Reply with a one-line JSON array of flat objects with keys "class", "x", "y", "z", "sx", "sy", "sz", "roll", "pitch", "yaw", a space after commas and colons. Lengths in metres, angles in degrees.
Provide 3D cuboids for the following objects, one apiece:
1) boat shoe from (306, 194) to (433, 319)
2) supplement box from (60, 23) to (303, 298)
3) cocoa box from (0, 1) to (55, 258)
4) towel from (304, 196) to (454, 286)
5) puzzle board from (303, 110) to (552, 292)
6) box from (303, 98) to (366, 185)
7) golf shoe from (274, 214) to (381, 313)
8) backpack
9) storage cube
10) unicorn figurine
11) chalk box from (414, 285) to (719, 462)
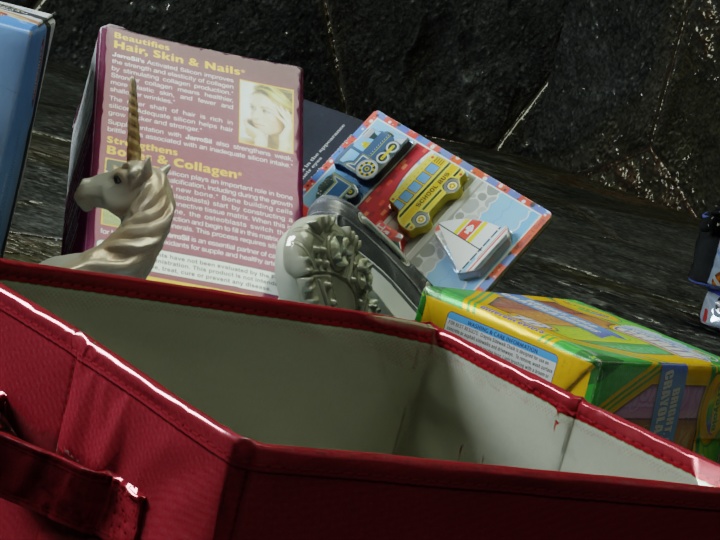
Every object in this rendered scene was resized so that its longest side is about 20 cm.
[{"class": "boat shoe", "x": 0.026, "y": 0.035, "z": 1.304, "sx": 0.071, "sy": 0.068, "sz": 0.200, "roll": -18, "pitch": -49, "yaw": 33}, {"class": "supplement box", "x": -0.107, "y": -0.029, "z": 1.340, "sx": 0.130, "sy": 0.103, "sz": 0.201, "roll": 11, "pitch": 52, "yaw": -14}, {"class": "cocoa box", "x": -0.263, "y": -0.061, "z": 1.297, "sx": 0.132, "sy": 0.202, "sz": 0.131, "roll": 14, "pitch": 8, "yaw": -4}, {"class": "towel", "x": -0.047, "y": 0.018, "z": 1.424, "sx": 0.199, "sy": 0.153, "sz": 0.023, "roll": 19, "pitch": -25, "yaw": 26}, {"class": "puzzle board", "x": 0.000, "y": 0.000, "z": 1.395, "sx": 0.150, "sy": 0.200, "sz": 0.017, "roll": 31, "pitch": -21, "yaw": 31}, {"class": "box", "x": -0.041, "y": -0.028, "z": 1.568, "sx": 0.104, "sy": 0.148, "sz": 0.200, "roll": 49, "pitch": -13, "yaw": -33}, {"class": "golf shoe", "x": -0.035, "y": 0.046, "z": 1.220, "sx": 0.096, "sy": 0.079, "sz": 0.201, "roll": 5, "pitch": -39, "yaw": 16}, {"class": "backpack", "x": 0.439, "y": 0.003, "z": 2.330, "sx": 0.189, "sy": 0.155, "sz": 0.200, "roll": 8, "pitch": 12, "yaw": 16}, {"class": "storage cube", "x": -0.025, "y": 0.111, "z": 0.628, "sx": 0.199, "sy": 0.181, "sz": 0.171, "roll": 8, "pitch": 10, "yaw": -36}, {"class": "unicorn figurine", "x": -0.156, "y": 0.018, "z": 1.095, "sx": 0.074, "sy": 0.137, "sz": 0.201, "roll": 47, "pitch": 31, "yaw": -24}, {"class": "chalk box", "x": 0.121, "y": 0.088, "z": 1.252, "sx": 0.124, "sy": 0.125, "sz": 0.199, "roll": 21, "pitch": 10, "yaw": 36}]
